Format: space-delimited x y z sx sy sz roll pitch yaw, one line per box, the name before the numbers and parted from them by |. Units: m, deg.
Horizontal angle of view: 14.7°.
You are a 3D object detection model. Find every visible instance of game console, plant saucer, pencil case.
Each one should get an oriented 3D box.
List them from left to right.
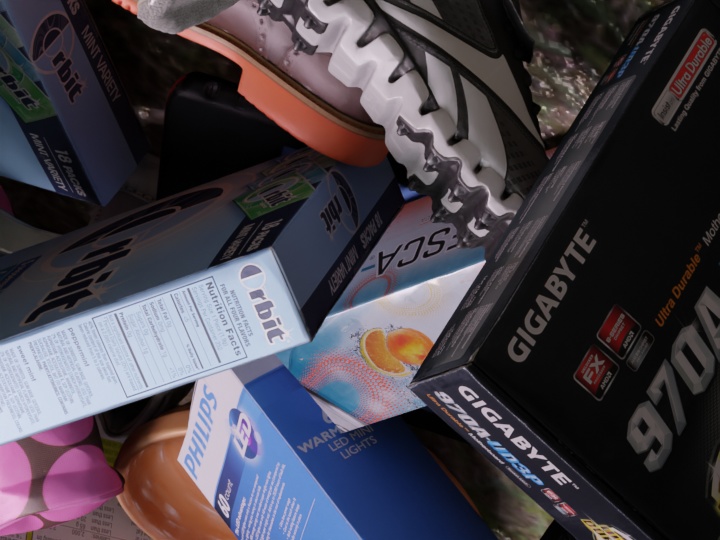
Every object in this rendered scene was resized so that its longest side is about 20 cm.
pencil case | -0.189 0.035 1.418 0.094 0.090 0.201 -8 -101 -83
plant saucer | -0.030 0.117 1.461 0.199 0.038 0.201 11 151 6
game console | 0.000 0.000 1.283 0.199 0.031 0.177 18 144 6

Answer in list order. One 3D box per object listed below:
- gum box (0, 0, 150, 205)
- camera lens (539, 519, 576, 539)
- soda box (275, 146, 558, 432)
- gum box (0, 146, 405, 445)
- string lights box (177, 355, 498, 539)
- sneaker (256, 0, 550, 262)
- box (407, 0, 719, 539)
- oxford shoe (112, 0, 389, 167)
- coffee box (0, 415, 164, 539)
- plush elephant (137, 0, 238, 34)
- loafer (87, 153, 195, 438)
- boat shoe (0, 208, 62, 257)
gum box | -0.210 -0.123 1.297 0.199 0.045 0.170 16 145 32
camera lens | 0.174 0.189 1.299 0.159 0.160 0.200 3 138 39
soda box | 0.058 0.003 1.189 0.199 0.069 0.064 -21 122 36
gum box | -0.095 0.011 1.168 0.199 0.170 0.045 -18 104 20
string lights box | -0.001 0.119 1.271 0.200 0.059 0.103 51 149 24
sneaker | 0.040 -0.081 1.098 0.200 0.090 0.066 49 167 1
box | 0.129 0.017 1.062 0.159 0.200 0.046 42 150 -14
oxford shoe | -0.053 -0.130 1.172 0.200 0.071 0.073 36 115 8
coffee box | -0.245 0.160 1.532 0.199 0.199 0.199 17 162 -37
plush elephant | -0.060 -0.177 1.004 0.199 0.155 0.165 31 149 4
loafer | -0.109 0.016 1.399 0.070 0.070 0.201 23 148 15
boat shoe | -0.178 0.006 1.332 0.200 0.070 0.072 22 155 15
